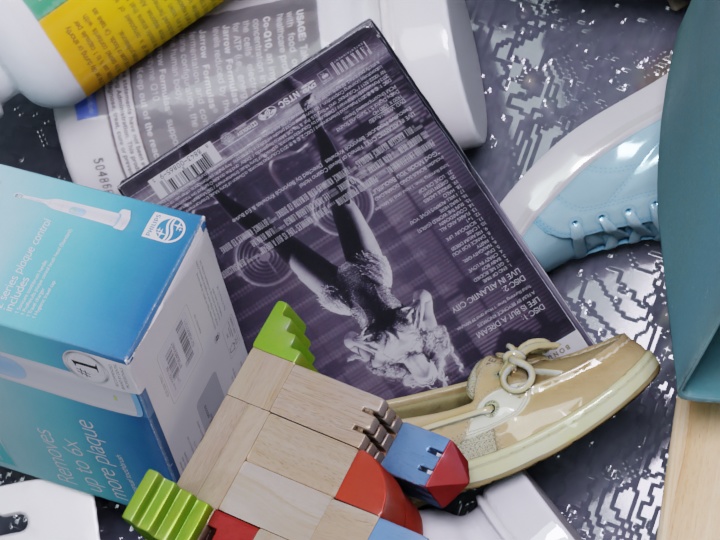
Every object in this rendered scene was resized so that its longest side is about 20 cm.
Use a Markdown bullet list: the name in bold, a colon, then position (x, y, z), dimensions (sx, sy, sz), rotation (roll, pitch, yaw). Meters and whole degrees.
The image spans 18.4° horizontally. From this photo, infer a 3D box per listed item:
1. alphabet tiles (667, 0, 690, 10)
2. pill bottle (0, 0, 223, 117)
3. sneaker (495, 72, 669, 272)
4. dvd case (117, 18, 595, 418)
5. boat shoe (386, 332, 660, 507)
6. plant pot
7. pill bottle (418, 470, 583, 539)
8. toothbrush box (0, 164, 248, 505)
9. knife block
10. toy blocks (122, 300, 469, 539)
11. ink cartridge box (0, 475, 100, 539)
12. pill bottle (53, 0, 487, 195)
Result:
- **alphabet tiles**: position (0.157, -0.240, 1.096), dimensions (0.166, 0.006, 0.201), rotation (-28, 105, -4)
- **pill bottle**: position (-0.131, -0.147, 1.037), dimensions (0.200, 0.113, 0.113), rotation (-35, 73, -4)
- **sneaker**: position (0.148, -0.040, 1.082), dimensions (0.200, 0.074, 0.082), rotation (-36, 69, 4)
- **dvd case**: position (0.000, 0.000, 1.073), dimensions (0.148, 0.016, 0.200), rotation (-32, 104, 15)
- **boat shoe**: position (0.043, 0.068, 1.051), dimensions (0.200, 0.073, 0.063), rotation (-24, 93, 23)
- **plant pot**: position (0.209, -0.059, 0.973), dimensions (0.141, 0.142, 0.201), rotation (5, 48, -12)
- **pill bottle**: position (0.023, 0.185, 1.043), dimensions (0.200, 0.112, 0.112), rotation (-39, 73, 2)
- **toothbrush box**: position (-0.163, 0.025, 1.053), dimensions (0.199, 0.147, 0.085), rotation (16, 58, 19)
- **knife block**: position (0.174, 0.070, 1.006), dimensions (0.064, 0.200, 0.176), rotation (6, 109, 14)
- **toy blocks**: position (-0.021, 0.129, 0.980), dimensions (0.136, 0.100, 0.200), rotation (19, 71, 31)
- **ink cartridge box**: position (-0.161, 0.209, 1.100), dimensions (0.115, 0.068, 0.201), rotation (-12, 76, 8)
- **pill bottle**: position (-0.043, -0.090, 1.113), dimensions (0.199, 0.114, 0.114), rotation (-10, 77, 11)
